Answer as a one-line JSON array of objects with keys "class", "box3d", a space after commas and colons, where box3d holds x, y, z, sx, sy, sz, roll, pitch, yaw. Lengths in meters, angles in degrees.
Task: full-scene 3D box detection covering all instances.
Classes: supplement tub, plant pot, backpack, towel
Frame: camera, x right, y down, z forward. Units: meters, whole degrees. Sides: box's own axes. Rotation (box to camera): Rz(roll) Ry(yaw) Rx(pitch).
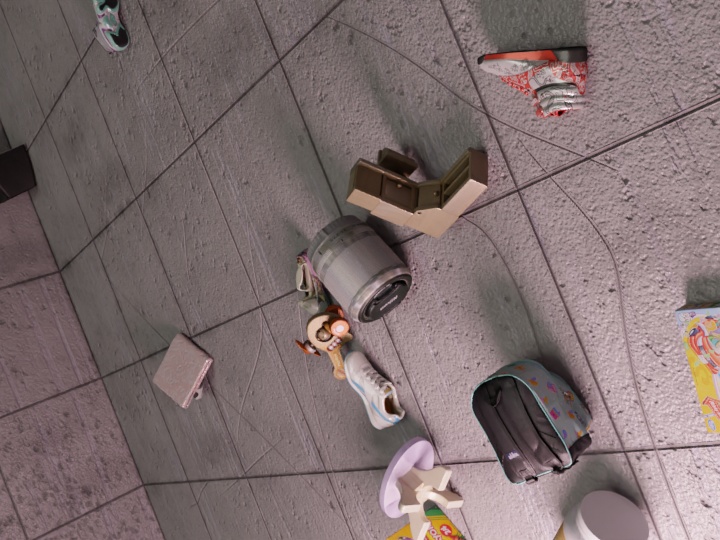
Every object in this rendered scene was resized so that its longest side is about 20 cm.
[{"class": "supplement tub", "box3d": [0.421, 0.508, 1.376, 0.145, 0.145, 0.200, 40, 134, 32]}, {"class": "plant pot", "box3d": [-1.495, -0.396, 3.227, 0.200, 0.199, 0.178, -8, 113, 49]}, {"class": "backpack", "box3d": [0.307, 0.262, 1.394, 0.200, 0.153, 0.176, 54, 138, 4]}, {"class": "towel", "box3d": [-0.587, 0.329, 2.523, 0.200, 0.032, 0.191, 29, 93, 39]}]

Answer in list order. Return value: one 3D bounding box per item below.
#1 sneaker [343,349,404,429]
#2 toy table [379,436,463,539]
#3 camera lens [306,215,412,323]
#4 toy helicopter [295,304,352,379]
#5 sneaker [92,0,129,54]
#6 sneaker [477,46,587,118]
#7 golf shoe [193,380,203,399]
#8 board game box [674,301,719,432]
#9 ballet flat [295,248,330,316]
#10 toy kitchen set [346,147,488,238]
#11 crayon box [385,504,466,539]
[{"class": "sneaker", "box3d": [0.034, 0.272, 1.798, 0.081, 0.076, 0.200, -32, 87, 43]}, {"class": "toy table", "box3d": [0.130, 0.490, 1.704, 0.117, 0.184, 0.200, 34, 121, 49]}, {"class": "camera lens", "box3d": [0.000, 0.000, 1.635, 0.200, 0.160, 0.160, 49, 138, 24]}, {"class": "toy helicopter", "box3d": [-0.078, 0.190, 1.857, 0.079, 0.132, 0.200, -119, 9, -60]}, {"class": "sneaker", "box3d": [-0.771, -0.746, 2.283, 0.140, 0.078, 0.200, -1, 105, 50]}, {"class": "sneaker", "box3d": [0.274, -0.303, 1.243, 0.201, 0.067, 0.108, 11, 113, 44]}, {"class": "golf shoe", "box3d": [-0.606, 0.380, 2.604, 0.200, 0.078, 0.095, 19, 121, 46]}, {"class": "board game box", "box3d": [0.560, 0.144, 1.132, 0.134, 0.034, 0.200, -12, 97, 51]}, {"class": "ballet flat", "box3d": [-0.124, 0.046, 1.877, 0.069, 0.071, 0.200, 4, 110, 48]}, {"class": "toy kitchen set", "box3d": [0.106, -0.200, 1.428, 0.180, 0.200, 0.163, -48, 28, 49]}, {"class": "crayon box", "box3d": [0.139, 0.635, 1.728, 0.127, 0.200, 0.051, 45, 136, 26]}]
